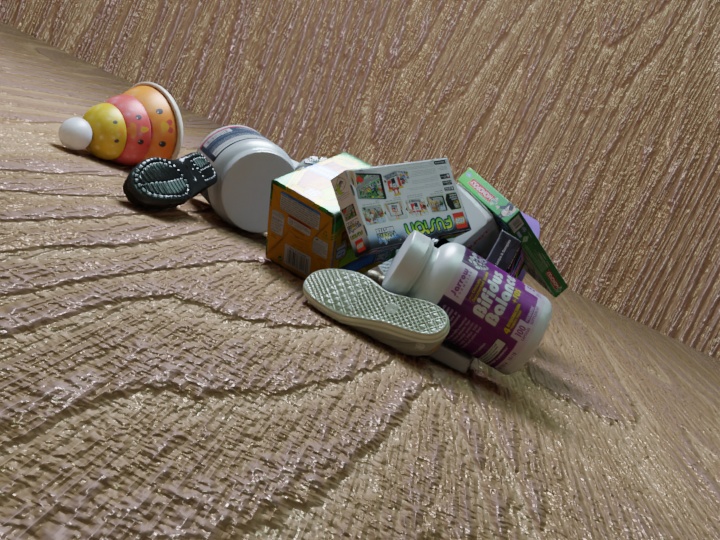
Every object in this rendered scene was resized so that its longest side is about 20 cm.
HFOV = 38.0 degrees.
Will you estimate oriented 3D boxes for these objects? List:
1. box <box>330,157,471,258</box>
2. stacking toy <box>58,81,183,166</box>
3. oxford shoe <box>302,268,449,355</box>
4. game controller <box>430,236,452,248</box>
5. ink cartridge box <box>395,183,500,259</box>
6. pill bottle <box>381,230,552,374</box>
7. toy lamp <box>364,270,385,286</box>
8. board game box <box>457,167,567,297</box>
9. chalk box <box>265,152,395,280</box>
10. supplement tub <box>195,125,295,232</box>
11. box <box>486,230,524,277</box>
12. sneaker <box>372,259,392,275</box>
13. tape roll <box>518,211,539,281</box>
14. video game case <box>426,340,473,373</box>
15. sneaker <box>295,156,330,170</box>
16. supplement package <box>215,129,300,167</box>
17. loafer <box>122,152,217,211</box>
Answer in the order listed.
[{"bbox_3d":[0.057,-0.087,1.402,0.199,0.111,0.035,-11,-9,-43],"label":"box"},{"bbox_3d":[-0.392,-0.217,1.651,0.145,0.148,0.199,28,28,27],"label":"stacking toy"},{"bbox_3d":[0.016,0.054,1.268,0.198,0.075,0.058,20,-36,22],"label":"oxford shoe"},{"bbox_3d":[0.120,0.018,1.450,0.042,0.106,0.200,9,-6,27],"label":"game controller"},{"bbox_3d":[0.142,-0.025,1.589,0.085,0.144,0.200,48,0,25],"label":"ink cartridge box"},{"bbox_3d":[0.131,0.036,1.310,0.199,0.113,0.112,31,7,-5],"label":"pill bottle"},{"bbox_3d":[0.000,0.000,1.550,0.199,0.059,0.058,26,8,16],"label":"toy lamp"},{"bbox_3d":[0.230,-0.055,1.574,0.200,0.029,0.135,49,-1,-43],"label":"board game box"},{"bbox_3d":[-0.020,-0.078,1.469,0.124,0.125,0.199,28,37,30],"label":"chalk box"},{"bbox_3d":[-0.179,-0.143,1.630,0.139,0.142,0.200,21,9,-24],"label":"supplement tub"},{"bbox_3d":[0.186,0.029,1.487,0.036,0.144,0.200,28,-2,15],"label":"box"},{"bbox_3d":[-0.019,-0.036,1.638,0.201,0.082,0.074,52,28,-16],"label":"sneaker"},{"bbox_3d":[0.221,-0.017,1.802,0.084,0.201,0.200,27,7,-8],"label":"tape roll"},{"bbox_3d":[0.062,0.073,1.389,0.198,0.022,0.182,26,8,9],"label":"video game case"},{"bbox_3d":[-0.018,-0.121,1.676,0.198,0.084,0.081,19,54,-12],"label":"sneaker"},{"bbox_3d":[-0.180,-0.160,1.851,0.198,0.110,0.114,25,8,-3],"label":"supplement package"},{"bbox_3d":[-0.271,-0.113,1.461,0.073,0.071,0.200,56,24,4],"label":"loafer"}]
